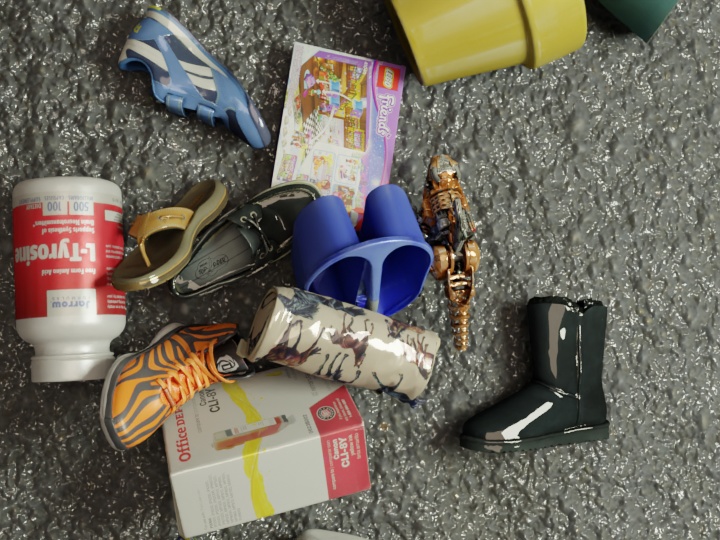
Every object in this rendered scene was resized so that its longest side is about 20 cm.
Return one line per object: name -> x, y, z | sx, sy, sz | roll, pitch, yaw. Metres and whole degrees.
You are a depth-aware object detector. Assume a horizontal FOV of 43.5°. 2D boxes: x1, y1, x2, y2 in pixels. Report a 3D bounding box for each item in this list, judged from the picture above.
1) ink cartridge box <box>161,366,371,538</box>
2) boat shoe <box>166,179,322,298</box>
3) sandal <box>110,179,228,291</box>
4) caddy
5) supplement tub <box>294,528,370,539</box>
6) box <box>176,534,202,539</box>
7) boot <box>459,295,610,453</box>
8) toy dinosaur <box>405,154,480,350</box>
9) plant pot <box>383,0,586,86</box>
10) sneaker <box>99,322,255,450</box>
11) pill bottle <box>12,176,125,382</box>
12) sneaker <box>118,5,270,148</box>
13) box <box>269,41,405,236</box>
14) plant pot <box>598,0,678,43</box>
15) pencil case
ink cartridge box -> -0.103, 0.177, 0.937 | 0.196, 0.145, 0.085 | -13, 117, -12
boat shoe -> -0.127, -0.030, 0.974 | 0.197, 0.066, 0.076 | -26, 102, 3
sandal -> -0.203, -0.047, 0.940 | 0.055, 0.079, 0.201 | 65, 33, -30
caddy -> 0.000, 0.000, 0.959 | 0.139, 0.201, 0.107 | -11, 65, -12
supplement tub -> -0.024, 0.389, 0.944 | 0.142, 0.144, 0.204 | 16, 82, -9
box -> -0.121, 0.338, 0.901 | 0.070, 0.198, 0.065 | 34, 79, -42
boot -> 0.200, 0.116, 1.044 | 0.196, 0.076, 0.172 | -3, 89, -18
toy dinosaur -> 0.091, -0.020, 1.006 | 0.100, 0.136, 0.204 | 13, 83, -10
plant pot -> 0.129, -0.306, 1.019 | 0.186, 0.201, 0.204 | -25, 90, 3
sneaker -> -0.175, 0.101, 0.904 | 0.110, 0.201, 0.079 | -10, 114, 20
pill bottle -> -0.301, 0.011, 0.938 | 0.110, 0.112, 0.205 | -3, 86, -11
sneaker -> -0.183, -0.198, 1.003 | 0.200, 0.074, 0.082 | 43, 81, 3
box -> -0.029, -0.148, 1.043 | 0.134, 0.039, 0.204 | 10, 83, -9
plant pot -> 0.334, -0.401, 1.065 | 0.160, 0.201, 0.202 | 36, 79, 6
pencil case -> -0.021, 0.078, 0.913 | 0.197, 0.078, 0.090 | 18, 115, -19
